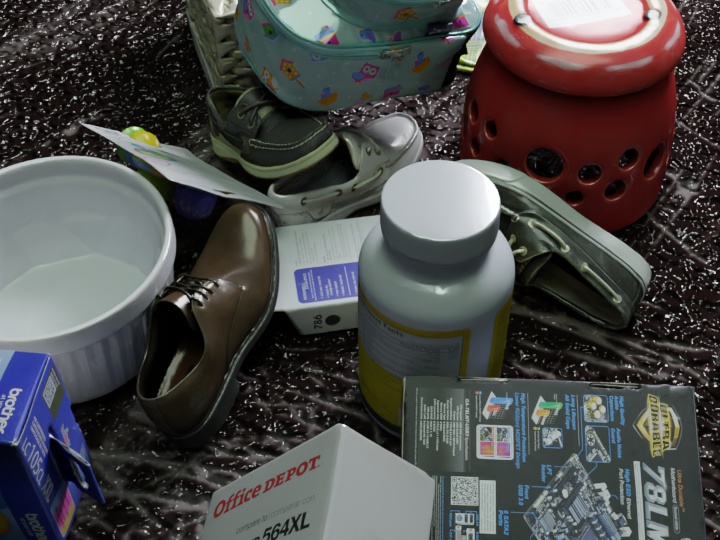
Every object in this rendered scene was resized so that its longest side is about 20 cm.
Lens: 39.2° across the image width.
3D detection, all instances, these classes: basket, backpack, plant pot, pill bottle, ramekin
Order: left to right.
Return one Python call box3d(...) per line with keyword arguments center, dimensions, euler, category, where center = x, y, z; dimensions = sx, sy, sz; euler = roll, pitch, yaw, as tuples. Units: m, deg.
box3d(center=(-0.241, 0.013, 0.811), dimensions=(0.197, 0.106, 0.202), euler=(0, 47, 0), category="ramekin")
box3d(center=(-0.108, -0.273, 1.063), dimensions=(0.133, 0.124, 0.201), euler=(-14, 49, -11), category="basket")
box3d(center=(-0.009, -0.239, 0.893), dimensions=(0.198, 0.154, 0.177), euler=(-20, 67, -20), category="backpack")
box3d(center=(0.053, 0.024, 0.730), dimensions=(0.110, 0.202, 0.113), euler=(0, 45, 0), category="pill bottle")
box3d(center=(0.193, -0.160, 0.919), dimensions=(0.197, 0.184, 0.203), euler=(0, 49, 0), category="plant pot")

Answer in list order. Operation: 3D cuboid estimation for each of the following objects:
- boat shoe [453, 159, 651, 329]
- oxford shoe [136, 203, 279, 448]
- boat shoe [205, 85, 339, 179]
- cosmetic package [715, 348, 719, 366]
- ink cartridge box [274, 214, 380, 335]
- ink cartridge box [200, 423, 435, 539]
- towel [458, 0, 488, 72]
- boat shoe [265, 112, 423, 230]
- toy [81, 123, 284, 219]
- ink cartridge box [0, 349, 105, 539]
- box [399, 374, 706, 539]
box3d(center=(0.147, -0.023, 0.847), dimensions=(0.198, 0.071, 0.064), euler=(31, 57, 10), category="boat shoe")
box3d(center=(-0.115, 0.026, 0.774), dimensions=(0.072, 0.085, 0.203), euler=(2, 60, 24), category="oxford shoe")
box3d(center=(-0.093, -0.134, 0.924), dimensions=(0.071, 0.067, 0.200), euler=(-36, 28, -19), category="boat shoe")
box3d(center=(0.393, 0.038, 0.805), dimensions=(0.198, 0.074, 0.104), euler=(-29, 53, -23), category="cosmetic package")
box3d(center=(0.000, 0.000, 0.867), dimensions=(0.196, 0.040, 0.100), euler=(-6, 47, -7), category="ink cartridge box")
box3d(center=(-0.041, 0.211, 0.583), dimensions=(0.084, 0.145, 0.202), euler=(34, 44, -25), category="ink cartridge box")
box3d(center=(0.150, -0.288, 1.145), dimensions=(0.141, 0.023, 0.202), euler=(10, 48, 9), category="towel")
box3d(center=(-0.010, -0.099, 0.936), dimensions=(0.070, 0.070, 0.200), euler=(31, 55, 26), category="boat shoe")
box3d(center=(-0.166, -0.079, 0.897), dimensions=(0.114, 0.048, 0.199), euler=(11, 16, -39), category="toy")
box3d(center=(-0.269, 0.118, 0.690), dimensions=(0.196, 0.138, 0.077), euler=(4, 48, 4), category="ink cartridge box")
box3d(center=(0.121, 0.172, 0.653), dimensions=(0.195, 0.050, 0.203), euler=(2, 70, 0), category="box")
